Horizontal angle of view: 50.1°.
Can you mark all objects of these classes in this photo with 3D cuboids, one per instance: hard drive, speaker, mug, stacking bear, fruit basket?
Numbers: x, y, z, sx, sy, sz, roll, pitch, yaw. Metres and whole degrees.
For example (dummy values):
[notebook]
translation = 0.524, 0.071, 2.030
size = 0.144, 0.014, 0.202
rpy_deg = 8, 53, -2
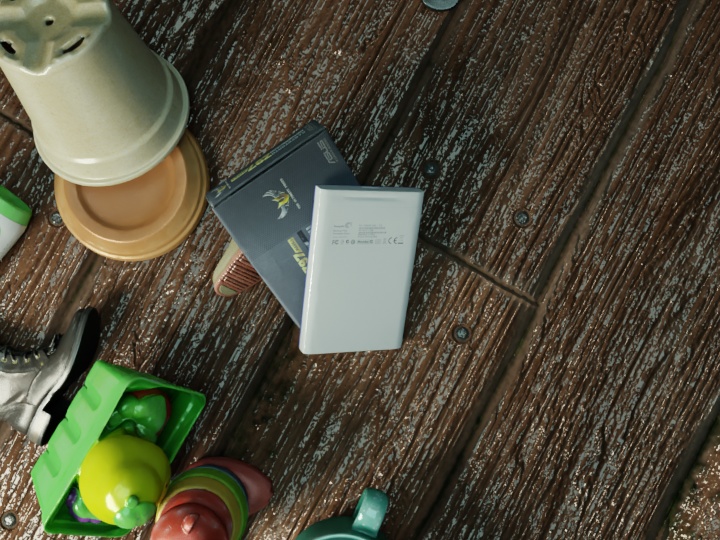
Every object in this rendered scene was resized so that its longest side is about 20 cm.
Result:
[hard drive]
translation = 0.000, 0.000, 0.915
size = 0.131, 0.025, 0.201
rpy_deg = -1, 110, -23
[speaker]
translation = -0.500, -0.016, 0.951
size = 0.088, 0.088, 0.200
rpy_deg = 39, 88, 2
[mug]
translation = -0.011, 0.363, 0.913
size = 0.185, 0.114, 0.152
rpy_deg = -36, 87, -2
[stacking bear]
translation = -0.180, 0.286, 0.874
size = 0.113, 0.200, 0.122
rpy_deg = 36, 88, 1
[fruit basket]
translation = -0.265, 0.222, 0.880
size = 0.214, 0.155, 0.217
rpy_deg = -11, 66, 27

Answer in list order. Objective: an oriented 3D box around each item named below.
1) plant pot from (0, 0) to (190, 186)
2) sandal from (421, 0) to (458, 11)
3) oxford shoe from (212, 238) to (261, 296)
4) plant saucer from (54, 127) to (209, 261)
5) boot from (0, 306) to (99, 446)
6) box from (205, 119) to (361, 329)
[plant pot]
translation = -0.320, -0.229, 0.880
size = 0.199, 0.184, 0.202
rpy_deg = -2, 67, 5
[sandal]
translation = 0.114, -0.434, 0.981
size = 0.075, 0.045, 0.201
rpy_deg = 6, 88, 1
[oxford shoe]
translation = -0.124, -0.057, 0.968
size = 0.074, 0.071, 0.200
rpy_deg = 41, 92, 31
[plant saucer]
translation = -0.293, -0.113, 0.977
size = 0.199, 0.037, 0.202
rpy_deg = 0, 87, 0
[boot]
translation = -0.434, 0.107, 0.952
size = 0.173, 0.069, 0.201
rpy_deg = 26, 90, 1
[box]
translation = -0.063, -0.051, 0.913
size = 0.157, 0.051, 0.201
rpy_deg = -34, 119, -4
